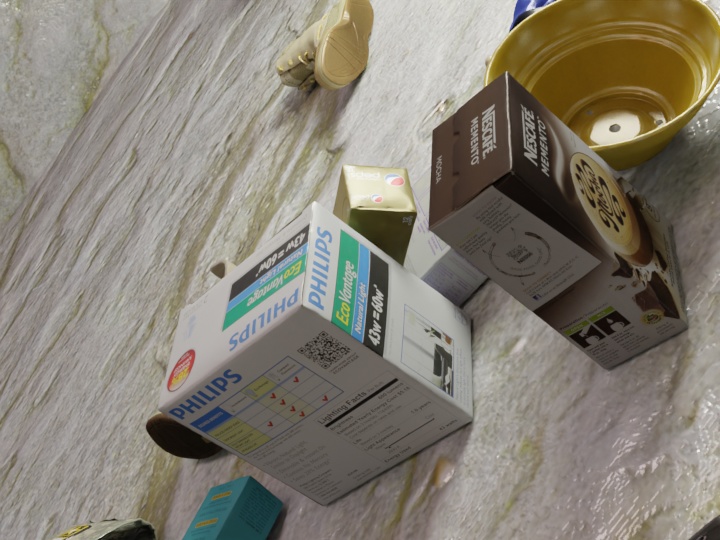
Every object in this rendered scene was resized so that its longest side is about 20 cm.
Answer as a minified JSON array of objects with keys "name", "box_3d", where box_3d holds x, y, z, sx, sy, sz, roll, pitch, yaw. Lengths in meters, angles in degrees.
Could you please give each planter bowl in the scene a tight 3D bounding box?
[{"name":"planter bowl","box_3d":[0.208,-0.144,0.922,0.198,0.084,0.202,-12,47,13]}]

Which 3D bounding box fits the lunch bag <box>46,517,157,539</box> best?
[{"name":"lunch bag","box_3d":[-0.321,0.361,1.216,0.163,0.117,0.201,-20,37,48]}]

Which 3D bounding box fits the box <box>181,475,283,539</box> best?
[{"name":"box","box_3d":[-0.153,0.295,1.040,0.082,0.049,0.201,-28,26,48]}]

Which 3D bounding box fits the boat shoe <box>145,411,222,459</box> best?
[{"name":"boat shoe","box_3d":[-0.165,0.164,1.250,0.199,0.072,0.076,-13,33,43]}]

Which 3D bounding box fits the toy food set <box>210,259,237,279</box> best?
[{"name":"toy food set","box_3d":[-0.103,0.091,1.131,0.060,0.143,0.201,-40,31,25]}]

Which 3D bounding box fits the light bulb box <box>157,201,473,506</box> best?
[{"name":"light bulb box","box_3d":[-0.036,0.081,0.972,0.198,0.199,0.126,-36,33,32]}]

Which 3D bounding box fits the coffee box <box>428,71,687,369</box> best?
[{"name":"coffee box","box_3d":[0.145,-0.033,0.806,0.080,0.199,0.114,-34,34,34]}]

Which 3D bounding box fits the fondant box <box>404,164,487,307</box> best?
[{"name":"fondant box","box_3d":[0.109,-0.066,1.057,0.200,0.058,0.145,-48,28,16]}]

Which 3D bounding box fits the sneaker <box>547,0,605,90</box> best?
[{"name":"sneaker","box_3d":[0.223,-0.246,1.028,0.106,0.074,0.202,-134,69,-86]}]

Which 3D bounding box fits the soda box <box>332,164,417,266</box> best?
[{"name":"soda box","box_3d":[0.000,0.000,1.041,0.068,0.063,0.201,-101,18,-48]}]

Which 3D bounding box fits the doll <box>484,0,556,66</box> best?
[{"name":"doll","box_3d":[0.186,-0.251,1.148,0.136,0.048,0.202,-27,38,45]}]

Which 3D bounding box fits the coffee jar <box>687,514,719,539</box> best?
[{"name":"coffee jar","box_3d":[0.214,0.216,0.541,0.104,0.085,0.201,-48,28,19]}]

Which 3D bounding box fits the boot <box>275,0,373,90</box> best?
[{"name":"boot","box_3d":[-0.062,-0.301,1.579,0.155,0.073,0.201,-31,34,38]}]
